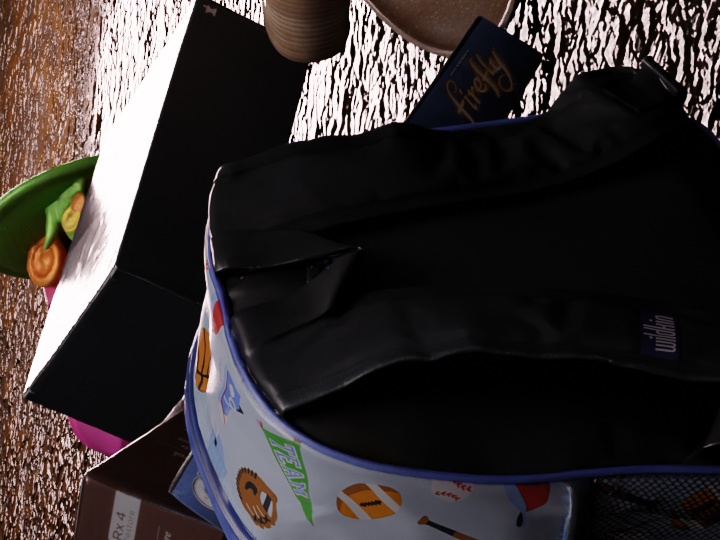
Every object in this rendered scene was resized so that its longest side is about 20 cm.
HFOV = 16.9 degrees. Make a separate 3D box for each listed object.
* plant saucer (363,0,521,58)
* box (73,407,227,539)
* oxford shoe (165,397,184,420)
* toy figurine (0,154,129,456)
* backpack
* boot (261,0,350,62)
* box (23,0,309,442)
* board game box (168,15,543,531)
[{"bbox_3d":[0.023,-0.190,1.045,0.200,0.037,0.200,46,151,36],"label":"plant saucer"},{"bbox_3d":[-0.051,0.110,1.077,0.200,0.075,0.100,-31,-43,-59],"label":"box"},{"bbox_3d":[-0.075,0.081,1.347,0.200,0.075,0.058,131,161,-65],"label":"oxford shoe"},{"bbox_3d":[-0.126,0.029,1.481,0.200,0.150,0.184,-38,60,35],"label":"toy figurine"},{"bbox_3d":[0.038,0.033,0.793,0.200,0.190,0.154,-108,28,-48],"label":"backpack"},{"bbox_3d":[-0.054,-0.224,1.274,0.155,0.077,0.200,90,165,-44],"label":"boot"},{"bbox_3d":[-0.103,-0.028,1.323,0.141,0.079,0.200,127,161,-49],"label":"box"},{"bbox_3d":[0.000,0.000,0.988,0.200,0.035,0.136,-56,-2,-47],"label":"board game box"}]
